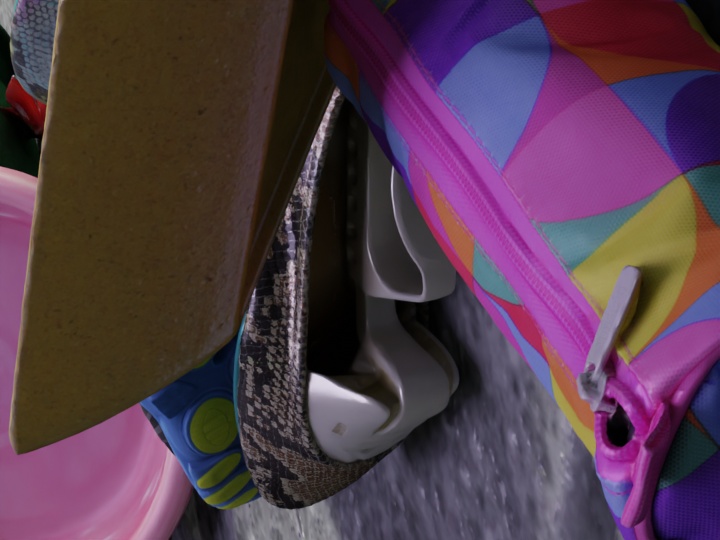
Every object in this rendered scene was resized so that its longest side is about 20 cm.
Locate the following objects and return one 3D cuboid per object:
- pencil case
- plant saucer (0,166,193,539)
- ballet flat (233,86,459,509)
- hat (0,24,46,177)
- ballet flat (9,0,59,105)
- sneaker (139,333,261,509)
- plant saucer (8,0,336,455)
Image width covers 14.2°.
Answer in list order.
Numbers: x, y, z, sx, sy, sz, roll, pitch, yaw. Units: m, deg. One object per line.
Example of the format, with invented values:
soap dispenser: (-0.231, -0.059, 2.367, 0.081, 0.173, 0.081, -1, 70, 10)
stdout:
pencil case: (0.057, -0.018, 0.658, 0.200, 0.088, 0.089, -121, 27, -47)
plant saucer: (-0.157, 0.050, 1.200, 0.051, 0.200, 0.201, -48, -46, -69)
ballet flat: (0.000, 0.000, 0.873, 0.075, 0.068, 0.200, 29, 129, 40)
hat: (-0.147, -0.024, 1.248, 0.176, 0.166, 0.200, 21, 171, 30)
ballet flat: (-0.075, -0.098, 0.960, 0.071, 0.069, 0.200, 49, 153, 19)
sneaker: (-0.063, 0.007, 0.967, 0.083, 0.071, 0.200, 50, 166, 31)
plant saucer: (-0.029, -0.080, 0.714, 0.200, 0.048, 0.200, -69, -8, -55)
